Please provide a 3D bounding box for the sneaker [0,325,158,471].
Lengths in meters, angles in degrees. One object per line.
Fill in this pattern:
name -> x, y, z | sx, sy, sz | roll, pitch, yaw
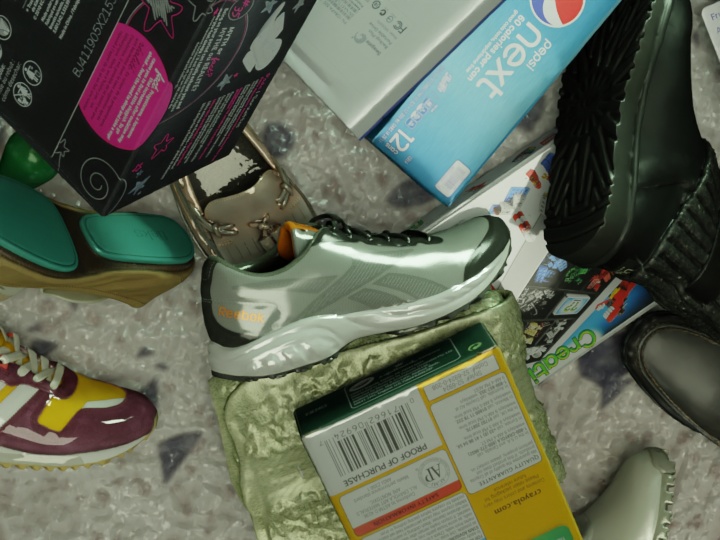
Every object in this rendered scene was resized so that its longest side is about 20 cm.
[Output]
sneaker -> -0.219, 0.063, 1.077 | 0.199, 0.075, 0.090 | 3, 106, -9

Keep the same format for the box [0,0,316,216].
box -> -0.105, -0.153, 0.931 | 0.132, 0.115, 0.200 | 44, 128, 13

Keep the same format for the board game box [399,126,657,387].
board game box -> 0.076, 0.019, 1.128 | 0.200, 0.035, 0.126 | -34, 103, 0

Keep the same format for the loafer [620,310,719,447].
loafer -> 0.257, 0.091, 1.147 | 0.200, 0.072, 0.073 | 30, 96, -11

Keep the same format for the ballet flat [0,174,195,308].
ballet flat -> -0.176, -0.007, 1.028 | 0.063, 0.200, 0.069 | -41, 59, 26

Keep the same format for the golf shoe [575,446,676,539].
golf shoe -> 0.130, 0.194, 1.150 | 0.097, 0.078, 0.201 | 25, 95, -5

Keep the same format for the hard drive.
hard drive -> 0.030, -0.189, 1.052 | 0.200, 0.025, 0.132 | -44, 63, 2

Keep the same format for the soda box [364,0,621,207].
soda box -> 0.088, -0.138, 1.084 | 0.064, 0.068, 0.200 | 40, 93, -13

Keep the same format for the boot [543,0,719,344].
boot -> 0.199, -0.071, 1.102 | 0.157, 0.079, 0.212 | 22, 74, -27

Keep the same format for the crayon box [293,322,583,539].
crayon box -> 0.058, 0.148, 1.073 | 0.125, 0.052, 0.201 | -25, 107, -1

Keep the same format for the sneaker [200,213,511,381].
sneaker -> 0.000, 0.000, 1.040 | 0.200, 0.074, 0.080 | -19, 102, -23

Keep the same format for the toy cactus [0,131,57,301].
toy cactus -> -0.239, -0.061, 1.056 | 0.199, 0.102, 0.166 | -16, 121, -7

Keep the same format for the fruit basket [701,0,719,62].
fruit basket -> 0.331, -0.106, 1.112 | 0.185, 0.094, 0.201 | -23, 99, -3

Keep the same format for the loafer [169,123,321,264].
loafer -> -0.081, -0.056, 1.065 | 0.072, 0.063, 0.200 | -33, 93, -5

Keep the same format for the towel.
towel -> 0.018, 0.103, 1.101 | 0.199, 0.036, 0.149 | -18, 104, -3
